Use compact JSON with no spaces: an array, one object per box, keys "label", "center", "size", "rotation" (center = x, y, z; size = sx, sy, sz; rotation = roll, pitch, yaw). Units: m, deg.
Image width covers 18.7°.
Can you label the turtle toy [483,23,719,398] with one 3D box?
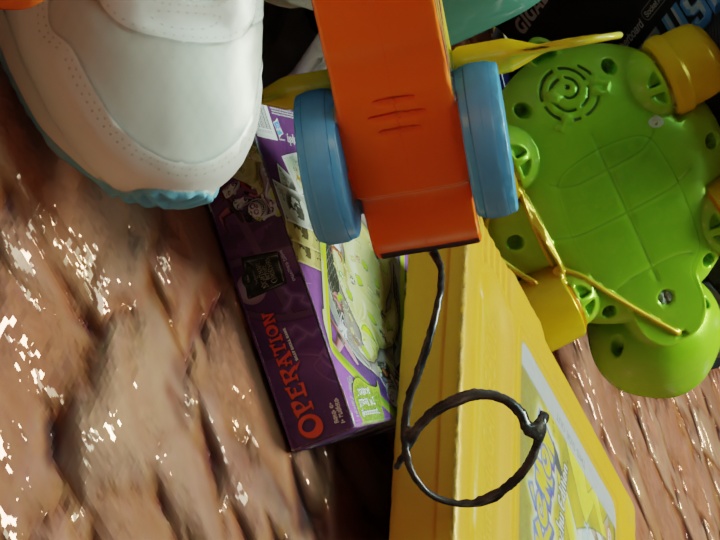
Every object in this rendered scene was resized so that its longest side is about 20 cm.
[{"label":"turtle toy","center":[0.122,-0.024,1.065],"size":[0.200,0.146,0.101],"rotation":[65,-5,-15]}]

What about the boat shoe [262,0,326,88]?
[{"label":"boat shoe","center":[-0.014,-0.115,0.711],"size":[0.072,0.066,0.200],"rotation":[56,-18,12]}]

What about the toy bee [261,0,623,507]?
[{"label":"toy bee","center":[0.007,-0.043,0.688],"size":[0.109,0.131,0.200],"rotation":[-91,-168,-62]}]

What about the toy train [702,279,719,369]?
[{"label":"toy train","center":[0.192,-0.042,1.221],"size":[0.085,0.114,0.200],"rotation":[-31,143,-43]}]

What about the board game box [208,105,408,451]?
[{"label":"board game box","center":[0.000,0.000,0.801],"size":[0.120,0.032,0.200],"rotation":[67,16,8]}]

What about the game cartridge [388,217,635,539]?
[{"label":"game cartridge","center":[0.061,0.100,0.803],"size":[0.200,0.032,0.176],"rotation":[61,25,-44]}]

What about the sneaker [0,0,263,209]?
[{"label":"sneaker","center":[-0.056,-0.117,0.596],"size":[0.076,0.081,0.200],"rotation":[1,80,-30]}]

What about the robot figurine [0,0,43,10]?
[{"label":"robot figurine","center":[-0.075,-0.133,0.477],"size":[0.200,0.144,0.117],"rotation":[7,70,-35]}]

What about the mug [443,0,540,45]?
[{"label":"mug","center":[0.023,-0.192,0.958],"size":[0.185,0.114,0.152],"rotation":[64,17,-17]}]

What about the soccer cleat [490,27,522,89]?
[{"label":"soccer cleat","center":[0.099,-0.136,1.228],"size":[0.084,0.065,0.200],"rotation":[47,27,-48]}]

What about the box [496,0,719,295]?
[{"label":"box","center":[0.173,-0.108,1.075],"size":[0.199,0.050,0.200],"rotation":[50,-30,7]}]
